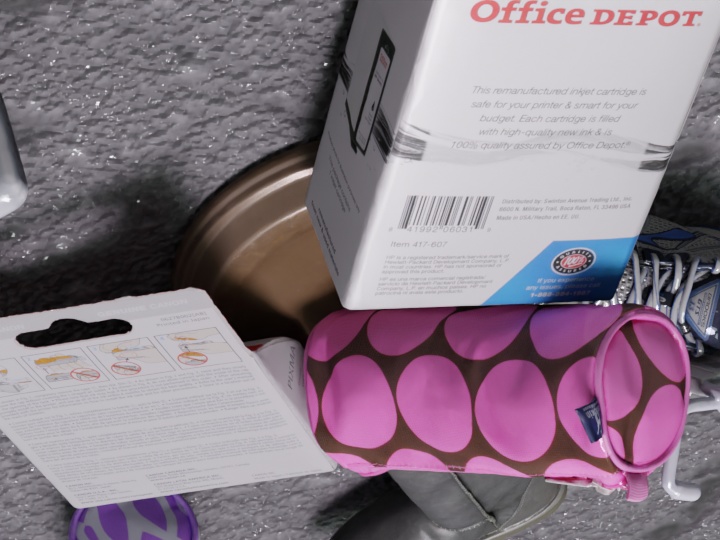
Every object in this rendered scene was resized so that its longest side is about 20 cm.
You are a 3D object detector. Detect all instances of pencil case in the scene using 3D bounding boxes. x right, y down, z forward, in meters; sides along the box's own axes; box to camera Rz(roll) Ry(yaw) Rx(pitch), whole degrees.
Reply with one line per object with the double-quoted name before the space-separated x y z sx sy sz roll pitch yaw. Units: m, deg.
"pencil case" -0.132 0.204 1.466 0.083 0.086 0.201 -16 145 -16
"pencil case" 0.063 0.064 1.227 0.199 0.094 0.090 -1 -176 42

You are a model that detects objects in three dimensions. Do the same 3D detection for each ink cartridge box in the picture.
"ink cartridge box" -0.116 0.053 1.277 0.160 0.050 0.200 -9 144 17
"ink cartridge box" 0.070 -0.082 1.138 0.145 0.085 0.201 -1 133 -21

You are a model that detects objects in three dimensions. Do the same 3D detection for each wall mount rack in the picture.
"wall mount rack" 0.196 0.079 1.338 0.173 0.200 0.075 -1 101 -34

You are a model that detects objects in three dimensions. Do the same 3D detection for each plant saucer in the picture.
"plant saucer" 0.000 0.000 1.291 0.199 0.030 0.201 -11 144 -8

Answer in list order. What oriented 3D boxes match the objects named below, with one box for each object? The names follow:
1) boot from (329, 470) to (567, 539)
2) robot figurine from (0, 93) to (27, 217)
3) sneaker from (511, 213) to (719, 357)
"boot" 0.031 0.121 1.401 0.181 0.073 0.200 -34 159 3
"robot figurine" -0.249 -0.024 1.095 0.199 0.113 0.170 -26 152 15
"sneaker" 0.158 0.005 1.289 0.199 0.085 0.078 5 106 -34
